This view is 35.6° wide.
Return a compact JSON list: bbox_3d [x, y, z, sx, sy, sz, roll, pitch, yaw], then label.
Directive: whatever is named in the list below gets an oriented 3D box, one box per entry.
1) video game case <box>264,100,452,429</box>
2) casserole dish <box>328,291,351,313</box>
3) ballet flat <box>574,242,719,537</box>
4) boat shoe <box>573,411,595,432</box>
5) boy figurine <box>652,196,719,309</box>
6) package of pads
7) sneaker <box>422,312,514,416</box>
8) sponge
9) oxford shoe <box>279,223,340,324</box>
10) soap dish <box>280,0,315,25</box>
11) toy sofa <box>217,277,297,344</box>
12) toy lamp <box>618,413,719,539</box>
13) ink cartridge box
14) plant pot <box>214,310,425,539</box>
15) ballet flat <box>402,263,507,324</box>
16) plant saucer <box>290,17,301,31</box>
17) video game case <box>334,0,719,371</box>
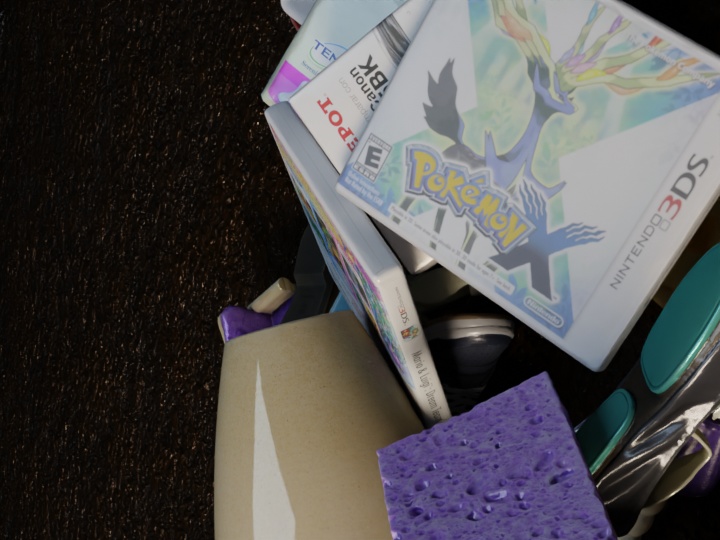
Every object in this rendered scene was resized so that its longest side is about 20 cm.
[{"bbox_3d":[0.000,0.000,0.797,0.200,0.024,0.182,58,172,43],"label":"video game case"},{"bbox_3d":[-0.017,0.084,0.935,0.200,0.039,0.121,-65,-16,-48],"label":"casserole dish"},{"bbox_3d":[0.172,0.073,0.612,0.200,0.073,0.073,-59,39,23],"label":"ballet flat"},{"bbox_3d":[0.117,0.134,0.773,0.093,0.074,0.200,60,138,32],"label":"boat shoe"},{"bbox_3d":[0.200,-0.022,0.656,0.200,0.064,0.125,12,101,57],"label":"boy figurine"},{"bbox_3d":[0.044,-0.134,0.811,0.200,0.068,0.155,38,110,12],"label":"package of pads"},{"bbox_3d":[0.065,0.106,0.872,0.200,0.070,0.109,138,133,-60],"label":"sneaker"},{"bbox_3d":[0.071,0.136,0.567,0.030,0.111,0.200,61,-171,-28],"label":"sponge"},{"bbox_3d":[-0.033,0.054,1.023,0.071,0.071,0.201,14,84,55],"label":"oxford shoe"},{"bbox_3d":[0.013,-0.277,0.911,0.157,0.081,0.201,48,128,51],"label":"soap dish"},{"bbox_3d":[-0.071,0.114,1.083,0.083,0.097,0.201,-37,56,54],"label":"toy sofa"},{"bbox_3d":[0.172,0.158,0.701,0.058,0.058,0.200,59,139,44],"label":"toy lamp"},{"bbox_3d":[0.077,-0.112,0.719,0.200,0.083,0.147,-37,88,20],"label":"ink cartridge box"},{"bbox_3d":[-0.027,0.135,0.771,0.187,0.187,0.201,-22,81,58],"label":"plant pot"},{"bbox_3d":[0.057,0.019,0.896,0.200,0.068,0.068,-32,61,55],"label":"ballet flat"},{"bbox_3d":[0.010,-0.268,1.031,0.200,0.037,0.200,61,138,41],"label":"plant saucer"},{"bbox_3d":[0.103,-0.072,0.644,0.200,0.022,0.183,36,109,20],"label":"video game case"}]
